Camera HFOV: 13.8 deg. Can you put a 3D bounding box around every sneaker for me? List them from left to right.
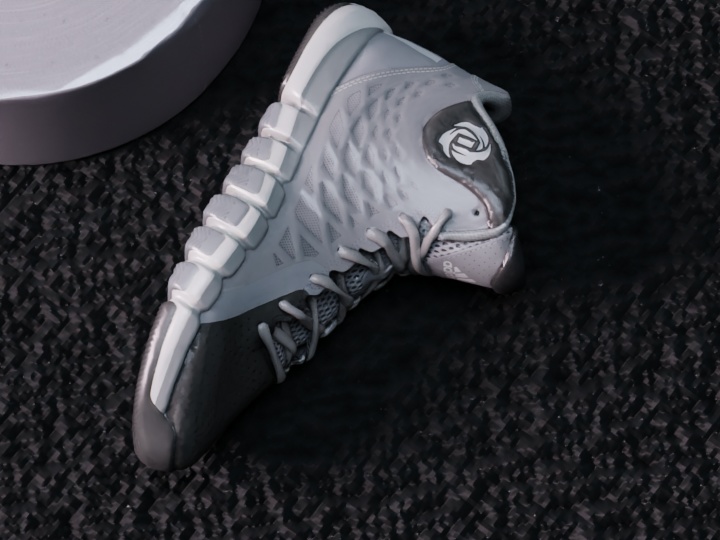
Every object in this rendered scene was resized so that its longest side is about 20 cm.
[{"bbox_3d":[0.000,0.000,1.114,0.115,0.075,0.200,23,71,8],"label":"sneaker"}]

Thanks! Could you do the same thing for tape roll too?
[{"bbox_3d":[-0.135,-0.146,1.178,0.200,0.066,0.201,-1,69,3],"label":"tape roll"}]
